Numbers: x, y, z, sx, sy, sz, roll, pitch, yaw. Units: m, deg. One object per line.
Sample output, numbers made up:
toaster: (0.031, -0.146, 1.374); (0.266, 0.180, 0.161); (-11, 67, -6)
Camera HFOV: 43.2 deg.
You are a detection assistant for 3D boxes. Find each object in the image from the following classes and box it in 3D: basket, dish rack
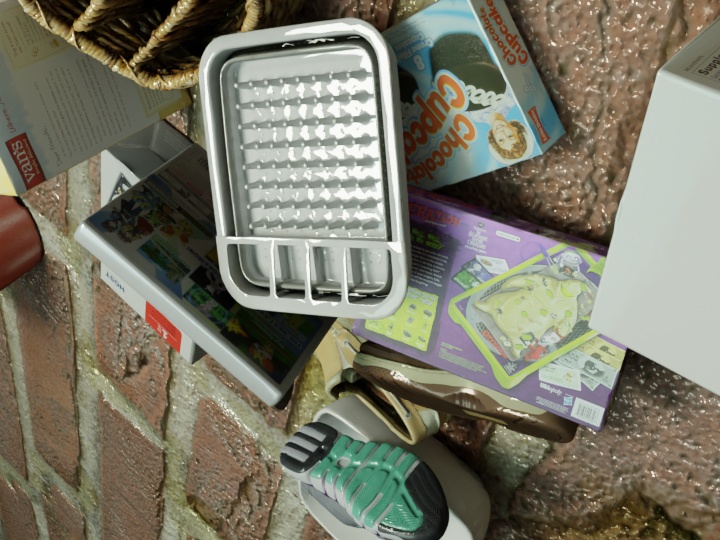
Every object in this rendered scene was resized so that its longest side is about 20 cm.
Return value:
basket: (-0.142, -0.211, 0.679); (0.199, 0.149, 0.144); (-21, 103, 51)
dish rack: (-0.034, -0.071, 0.652); (0.170, 0.043, 0.203); (3, 105, 35)

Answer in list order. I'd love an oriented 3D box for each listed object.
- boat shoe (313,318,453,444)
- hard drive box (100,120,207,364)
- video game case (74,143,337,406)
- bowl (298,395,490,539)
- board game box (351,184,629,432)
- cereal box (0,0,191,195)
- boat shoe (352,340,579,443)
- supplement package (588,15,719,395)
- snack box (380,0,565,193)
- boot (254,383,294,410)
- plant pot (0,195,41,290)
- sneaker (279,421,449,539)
boat shoe: (-0.007, 0.084, 0.827); (0.199, 0.076, 0.072); (32, 141, 29)
hard drive box: (-0.189, -0.027, 0.934); (0.155, 0.077, 0.201); (39, 141, 19)
video game case: (-0.108, -0.006, 0.755); (0.200, 0.183, 0.022); (41, 123, -3)
bowl: (0.036, 0.219, 0.893); (0.199, 0.074, 0.201); (37, 140, 19)
board game box: (0.094, 0.021, 0.645); (0.198, 0.032, 0.121); (21, 116, 22)
cereal box: (-0.250, -0.172, 0.781); (0.039, 0.200, 0.145); (8, 125, 42)
boat shoe: (0.088, 0.077, 0.731); (0.200, 0.076, 0.075); (12, 161, 32)
supplement package: (0.240, -0.020, 0.421); (0.199, 0.150, 0.153); (29, 138, 27)
snack box: (0.039, -0.116, 0.652); (0.199, 0.037, 0.117); (-14, 109, 51)
boot: (-0.124, 0.051, 0.849); (0.075, 0.074, 0.201); (-11, 122, 25)
plant pot: (-0.554, -0.024, 1.225); (0.200, 0.195, 0.203); (27, 136, 30)
sneaker: (0.015, 0.198, 0.795); (0.199, 0.074, 0.088); (19, 146, 50)
